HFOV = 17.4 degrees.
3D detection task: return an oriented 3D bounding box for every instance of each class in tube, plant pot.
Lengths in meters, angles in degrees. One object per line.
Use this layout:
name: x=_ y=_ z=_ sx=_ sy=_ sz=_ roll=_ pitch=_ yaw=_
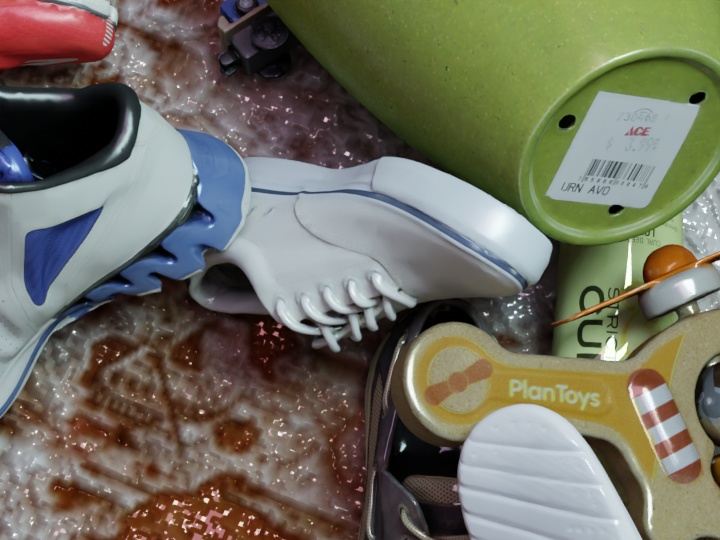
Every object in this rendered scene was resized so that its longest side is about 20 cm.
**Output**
tube: x=0.111 y=0.029 z=0.992 sx=0.058 sy=0.052 sz=0.202 roll=-7 pitch=69 yaw=29
plant pot: x=0.067 y=-0.108 z=0.941 sx=0.186 sy=0.188 sz=0.201 roll=-20 pitch=46 yaw=-9

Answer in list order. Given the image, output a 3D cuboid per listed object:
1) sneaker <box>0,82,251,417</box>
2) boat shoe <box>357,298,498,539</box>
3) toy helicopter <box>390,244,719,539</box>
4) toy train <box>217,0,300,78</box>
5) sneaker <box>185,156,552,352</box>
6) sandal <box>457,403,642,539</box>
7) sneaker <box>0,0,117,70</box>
sneaker: x=-0.152 y=-0.015 z=0.944 sx=0.199 sy=0.115 sz=0.081 roll=-36 pitch=50 yaw=5
boat shoe: x=0.030 y=0.103 z=0.942 sx=0.074 sy=0.073 sz=0.202 roll=-4 pitch=66 yaw=-2
toy helicopter: x=0.107 y=0.044 z=0.923 sx=0.198 sy=0.079 sz=0.134 roll=8 pitch=76 yaw=-20
toy train: x=0.011 y=-0.152 z=1.076 sx=0.199 sy=0.034 sz=0.046 roll=-35 pitch=68 yaw=-15
sneaker: x=0.000 y=0.000 z=0.947 sx=0.073 sy=0.199 sz=0.071 roll=35 pitch=74 yaw=-30
sandal: x=0.102 y=0.143 z=0.882 sx=0.079 sy=0.059 sz=0.208 roll=-20 pitch=91 yaw=26
sneaker: x=-0.201 y=-0.082 z=1.031 sx=0.198 sy=0.077 sz=0.086 roll=-7 pitch=77 yaw=3
